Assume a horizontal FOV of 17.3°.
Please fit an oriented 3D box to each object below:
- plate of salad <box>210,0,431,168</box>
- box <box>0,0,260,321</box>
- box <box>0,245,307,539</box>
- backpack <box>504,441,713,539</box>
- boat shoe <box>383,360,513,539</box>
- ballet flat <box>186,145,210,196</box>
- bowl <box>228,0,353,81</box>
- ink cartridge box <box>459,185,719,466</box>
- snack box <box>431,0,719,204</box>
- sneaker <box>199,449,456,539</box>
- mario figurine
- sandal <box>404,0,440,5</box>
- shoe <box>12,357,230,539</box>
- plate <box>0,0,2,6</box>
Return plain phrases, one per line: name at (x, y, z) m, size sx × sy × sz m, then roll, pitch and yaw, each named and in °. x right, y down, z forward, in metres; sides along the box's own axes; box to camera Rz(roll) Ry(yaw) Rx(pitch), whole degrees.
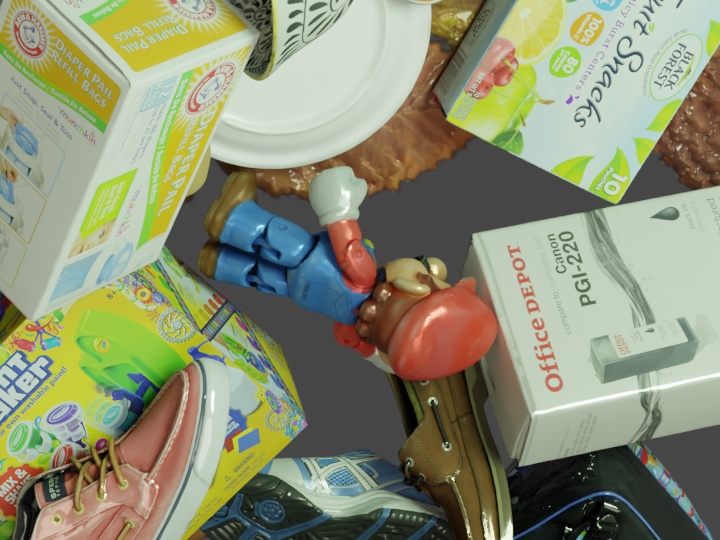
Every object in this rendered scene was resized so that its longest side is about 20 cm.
plate of salad at (-0.055, -0.161, 1.513) m, size 0.200 × 0.048 × 0.200 m, roll -3°, pitch 115°, yaw -6°
box at (-0.158, -0.085, 1.378) m, size 0.112 × 0.101 × 0.200 m, roll -29°, pitch 156°, yaw -44°
box at (-0.178, 0.086, 1.565) m, size 0.200 × 0.122 × 0.193 m, roll -44°, pitch 114°, yaw 10°
backpack at (0.143, 0.226, 1.691) m, size 0.200 × 0.135 × 0.183 m, roll -34°, pitch 116°, yaw 20°
boat shoe at (0.056, 0.129, 1.610) m, size 0.068 × 0.200 × 0.072 m, roll -4°, pitch 151°, yaw -13°
ballet flat at (-0.142, -0.131, 1.458) m, size 0.069 × 0.063 × 0.200 m, roll -16°, pitch 107°, yaw 3°
bowl at (-0.041, -0.218, 1.380) m, size 0.094 × 0.201 × 0.201 m, roll -15°, pitch 117°, yaw -14°
ink cartridge box at (0.181, 0.034, 1.589) m, size 0.200 × 0.146 × 0.085 m, roll -12°, pitch 153°, yaw -9°
snack box at (0.159, -0.162, 1.556) m, size 0.142 × 0.053 × 0.200 m, roll 24°, pitch 108°, yaw -22°
sneaker at (-0.026, 0.166, 1.665) m, size 0.200 × 0.077 × 0.076 m, roll 11°, pitch 124°, yaw 3°
mario figurine at (0.000, 0.000, 1.559) m, size 0.200 × 0.123 × 0.106 m, roll 26°, pitch 85°, yaw 8°
sandal at (0.019, -0.263, 1.447) m, size 0.079 × 0.059 × 0.207 m, roll -28°, pitch 100°, yaw -15°
shoe at (-0.156, 0.136, 1.483) m, size 0.091 × 0.071 × 0.200 m, roll 15°, pitch 115°, yaw -23°
plate at (-0.272, -0.231, 1.352) m, size 0.200 × 0.200 × 0.032 m, roll -1°, pitch 163°, yaw -42°
